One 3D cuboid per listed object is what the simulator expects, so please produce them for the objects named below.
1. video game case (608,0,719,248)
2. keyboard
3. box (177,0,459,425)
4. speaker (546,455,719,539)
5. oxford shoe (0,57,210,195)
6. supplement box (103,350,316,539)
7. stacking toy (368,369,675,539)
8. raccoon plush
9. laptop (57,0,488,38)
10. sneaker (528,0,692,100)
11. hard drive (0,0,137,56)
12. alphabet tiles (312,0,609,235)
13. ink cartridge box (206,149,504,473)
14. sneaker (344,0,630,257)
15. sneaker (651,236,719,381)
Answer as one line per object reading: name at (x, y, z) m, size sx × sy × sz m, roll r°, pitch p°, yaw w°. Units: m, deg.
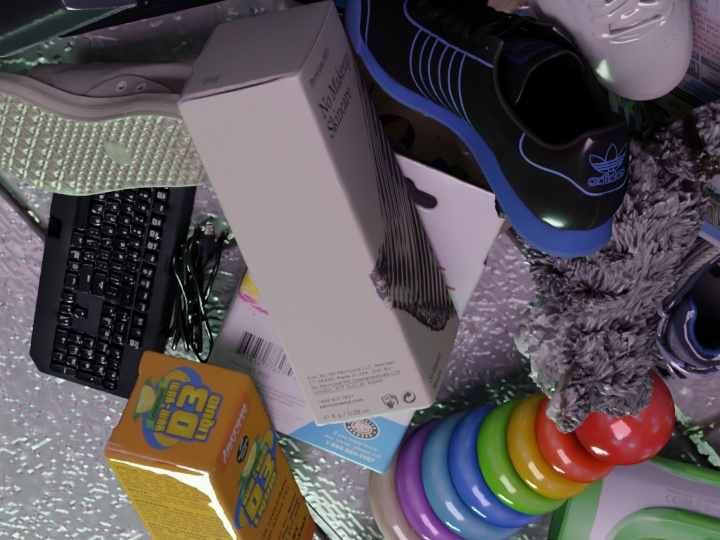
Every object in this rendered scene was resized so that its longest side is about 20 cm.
video game case at (0.195, -0.074, 1.395) m, size 0.200 × 0.022 × 0.183 m, roll 35°, pitch 145°, yaw 37°
keyboard at (-0.125, -0.006, 1.578) m, size 0.104 × 0.040 × 0.200 m, roll 13°, pitch 125°, yaw 1°
box at (-0.018, -0.027, 1.431) m, size 0.068 × 0.082 × 0.200 m, roll -10°, pitch 122°, yaw 21°
speaker at (0.208, 0.156, 1.604) m, size 0.199 × 0.089 × 0.089 m, roll 15°, pitch 125°, yaw -1°
oxford shoe at (-0.134, -0.081, 1.503) m, size 0.200 × 0.058 × 0.075 m, roll 3°, pitch 135°, yaw 38°
supplement box at (-0.080, 0.121, 1.584) m, size 0.069 × 0.067 × 0.200 m, roll 12°, pitch 154°, yaw 19°
stacking toy at (0.094, 0.096, 1.549) m, size 0.085 × 0.085 × 0.200 m, roll 40°, pitch 139°, yaw -17°
raccoon plush at (0.136, 0.001, 1.395) m, size 0.097 × 0.134 × 0.200 m, roll -8°, pitch 172°, yaw -26°
laptop at (-0.032, -0.186, 1.399) m, size 0.103 × 0.200 × 0.178 m, roll 41°, pitch 133°, yaw 36°
sneaker at (0.111, -0.148, 1.309) m, size 0.076 × 0.081 × 0.200 m, roll -25°, pitch 129°, yaw 1°
hard drive at (-0.183, -0.206, 1.376) m, size 0.135 × 0.042 × 0.200 m, roll -13°, pitch 96°, yaw 51°
alphabet tiles at (0.053, -0.101, 1.505) m, size 0.166 × 0.006 × 0.200 m, roll 42°, pitch 120°, yaw -18°
ink cartridge box at (0.000, 0.000, 1.536) m, size 0.115 × 0.068 × 0.200 m, roll 22°, pitch 127°, yaw -3°
sneaker at (0.063, -0.098, 1.360) m, size 0.070 × 0.200 × 0.078 m, roll -22°, pitch 144°, yaw -29°
sneaker at (0.167, 0.022, 1.521) m, size 0.077 × 0.085 × 0.200 m, roll 39°, pitch 122°, yaw -16°
